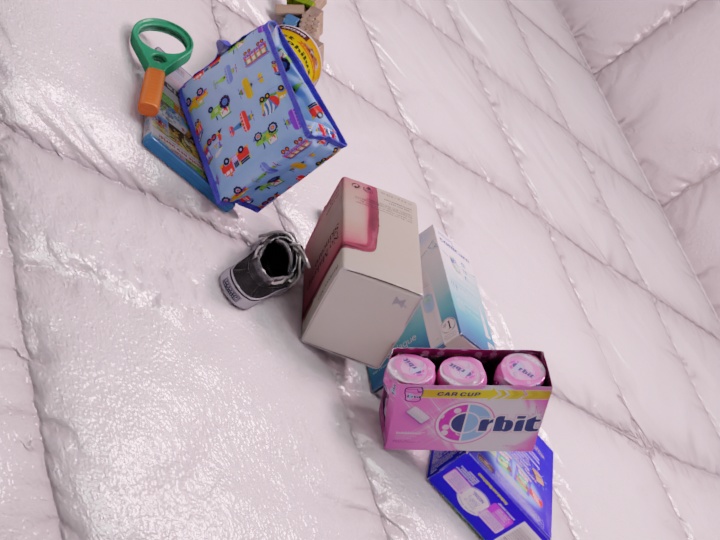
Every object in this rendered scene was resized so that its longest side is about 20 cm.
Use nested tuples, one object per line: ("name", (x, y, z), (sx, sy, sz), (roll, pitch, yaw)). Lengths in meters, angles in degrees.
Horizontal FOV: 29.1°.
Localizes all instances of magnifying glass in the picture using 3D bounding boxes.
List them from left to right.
("magnifying glass", (-0.249, -0.251, 1.703), (0.079, 0.022, 0.200), (15, 36, -13))

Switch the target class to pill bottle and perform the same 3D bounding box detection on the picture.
("pill bottle", (-0.117, -0.276, 1.922), (0.109, 0.109, 0.200), (51, 23, -10))

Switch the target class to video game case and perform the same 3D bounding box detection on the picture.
("video game case", (-0.210, -0.176, 1.720), (0.143, 0.018, 0.200), (41, 26, -32))

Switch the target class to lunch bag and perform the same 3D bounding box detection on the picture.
("lunch bag", (-0.134, -0.196, 1.676), (0.094, 0.150, 0.200), (9, 51, -61))

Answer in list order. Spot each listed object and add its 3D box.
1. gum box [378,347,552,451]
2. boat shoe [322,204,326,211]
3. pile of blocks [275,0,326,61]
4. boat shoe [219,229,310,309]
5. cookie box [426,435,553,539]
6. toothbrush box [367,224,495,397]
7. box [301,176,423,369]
("gum box", (0.119, 0.156, 1.676), (0.199, 0.114, 0.066), (2, 41, -10))
("boat shoe", (0.034, -0.033, 1.933), (0.200, 0.074, 0.076), (42, 26, -28))
("pile of blocks", (-0.095, -0.378, 2.194), (0.062, 0.082, 0.200), (94, -2, -48))
("boat shoe", (-0.099, -0.014, 1.647), (0.074, 0.068, 0.199), (57, 22, 3))
("cookie box", (0.174, 0.254, 1.814), (0.171, 0.075, 0.200), (47, 24, -14))
("toothbrush box", (0.080, 0.064, 1.798), (0.085, 0.146, 0.200), (38, 29, -37))
("box", (0.000, 0.000, 1.716), (0.109, 0.128, 0.200), (20, 33, -14))
